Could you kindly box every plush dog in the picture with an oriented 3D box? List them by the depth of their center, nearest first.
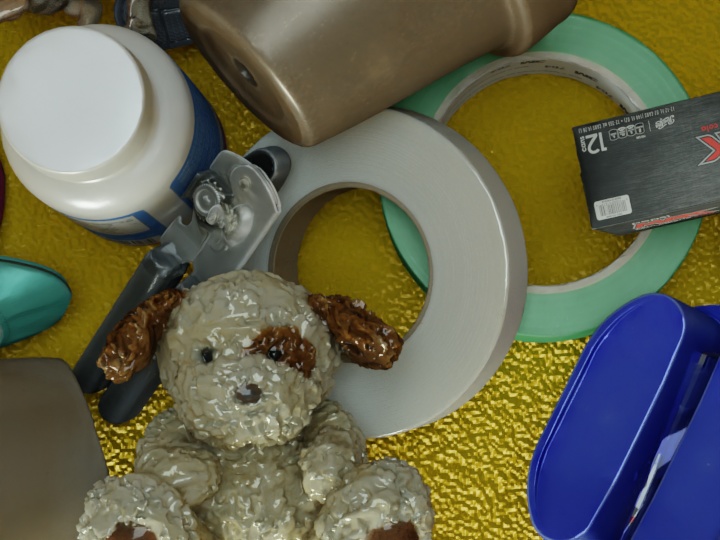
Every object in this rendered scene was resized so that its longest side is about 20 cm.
[{"bbox_3d":[-0.059,0.085,1.239,0.200,0.160,0.172,-1,99,0],"label":"plush dog"}]

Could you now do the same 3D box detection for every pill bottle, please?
[{"bbox_3d":[-0.145,-0.081,1.258,0.112,0.200,0.112,-1,83,5],"label":"pill bottle"}]

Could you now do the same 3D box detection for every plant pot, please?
[{"bbox_3d":[-0.004,-0.167,1.225,0.175,0.200,0.200,-42,84,-12],"label":"plant pot"},{"bbox_3d":[-0.240,0.131,1.259,0.173,0.200,0.200,-16,83,-15],"label":"plant pot"}]

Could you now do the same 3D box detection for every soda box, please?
[{"bbox_3d":[0.228,-0.072,1.236,0.200,0.071,0.063,-12,83,20],"label":"soda box"}]

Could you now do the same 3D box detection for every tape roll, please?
[{"bbox_3d":[0.000,0.000,1.291,0.202,0.037,0.203,2,94,23],"label":"tape roll"},{"bbox_3d":[0.111,-0.057,1.324,0.200,0.048,0.201,0,84,2],"label":"tape roll"}]

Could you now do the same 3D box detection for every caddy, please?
[{"bbox_3d":[0.188,0.110,1.277,0.141,0.105,0.200,25,85,27],"label":"caddy"}]

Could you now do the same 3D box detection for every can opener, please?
[{"bbox_3d":[-0.101,0.007,1.294,0.053,0.067,0.200,45,122,15],"label":"can opener"}]

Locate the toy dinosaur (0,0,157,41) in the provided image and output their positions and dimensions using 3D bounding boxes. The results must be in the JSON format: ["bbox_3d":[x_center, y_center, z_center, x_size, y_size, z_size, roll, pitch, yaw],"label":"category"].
[{"bbox_3d":[-0.178,-0.203,1.297,0.200,0.086,0.136,-18,67,16],"label":"toy dinosaur"}]

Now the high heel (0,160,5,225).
[{"bbox_3d":[-0.262,-0.100,1.318,0.067,0.096,0.200,-6,83,1],"label":"high heel"}]

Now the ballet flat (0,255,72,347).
[{"bbox_3d":[-0.278,0.027,1.315,0.200,0.067,0.070,6,44,6],"label":"ballet flat"}]

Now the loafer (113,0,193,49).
[{"bbox_3d":[-0.070,-0.211,1.351,0.200,0.063,0.072,-38,114,2],"label":"loafer"}]
